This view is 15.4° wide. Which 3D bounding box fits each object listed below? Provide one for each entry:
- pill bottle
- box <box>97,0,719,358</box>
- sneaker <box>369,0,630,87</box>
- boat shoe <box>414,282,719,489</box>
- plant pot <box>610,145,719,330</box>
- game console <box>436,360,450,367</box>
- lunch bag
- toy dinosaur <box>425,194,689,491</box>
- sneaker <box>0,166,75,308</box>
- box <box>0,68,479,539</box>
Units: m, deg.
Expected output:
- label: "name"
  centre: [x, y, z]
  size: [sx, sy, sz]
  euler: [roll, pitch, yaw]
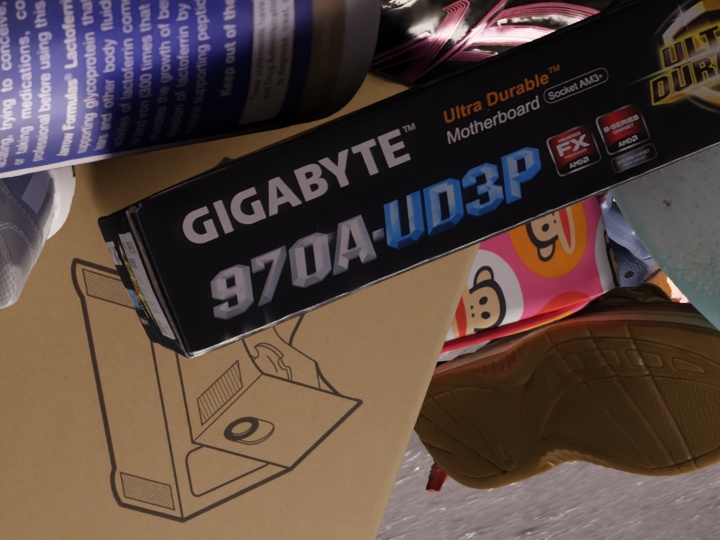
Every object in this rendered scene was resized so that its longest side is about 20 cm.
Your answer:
- label: "pill bottle"
  centre: [-0.104, -0.082, 0.727]
  size: [0.199, 0.116, 0.116]
  euler: [-12, 160, -20]
- label: "box"
  centre: [0.026, -0.033, 0.776]
  size: [0.199, 0.046, 0.159]
  euler: [-22, -177, -7]
- label: "sneaker"
  centre: [0.037, -0.104, 0.884]
  size: [0.199, 0.079, 0.095]
  euler: [-27, 148, 20]
- label: "boat shoe"
  centre: [0.097, 0.037, 1.039]
  size: [0.066, 0.074, 0.199]
  euler: [-42, -161, -33]
- label: "plant pot"
  centre: [0.206, -0.062, 0.948]
  size: [0.195, 0.201, 0.196]
  euler: [-4, 157, -38]
- label: "game console"
  centre: [-0.020, 0.107, 1.301]
  size: [0.175, 0.117, 0.199]
  euler: [-6, 177, 42]
- label: "lunch bag"
  centre: [0.000, 0.000, 1.023]
  size: [0.175, 0.083, 0.199]
  euler: [-13, -178, -41]
- label: "toy dinosaur"
  centre: [0.124, 0.000, 1.141]
  size: [0.181, 0.201, 0.105]
  euler: [7, -167, 32]
- label: "sneaker"
  centre: [-0.186, -0.016, 0.768]
  size: [0.199, 0.116, 0.075]
  euler: [1, 119, 1]
- label: "box"
  centre: [-0.050, 0.020, 0.873]
  size: [0.163, 0.201, 0.021]
  euler: [17, -173, -23]
